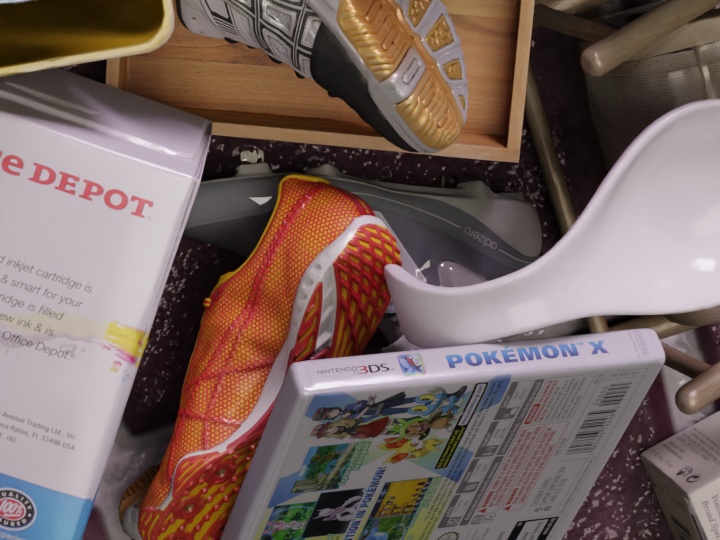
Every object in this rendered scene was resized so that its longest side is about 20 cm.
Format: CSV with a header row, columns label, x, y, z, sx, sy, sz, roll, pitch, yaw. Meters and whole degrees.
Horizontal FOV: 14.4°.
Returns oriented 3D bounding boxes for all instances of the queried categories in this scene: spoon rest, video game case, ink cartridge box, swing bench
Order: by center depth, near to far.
label,x,y,z,sx,sy,sz,roll,pitch,yaw
ink cartridge box,-0.167,0.012,1.301,0.147,0.146,0.200,19,102,-4
spoon rest,0.114,-0.011,1.309,0.200,0.061,0.099,-22,112,-7
video game case,0.030,0.099,1.353,0.182,0.022,0.200,-5,146,-21
swing bench,0.196,-0.066,1.428,0.200,0.130,0.199,-23,111,-15

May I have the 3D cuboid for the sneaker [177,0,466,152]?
label,x,y,z,sx,sy,sz,roll,pitch,yaw
sneaker,-0.034,-0.127,1.303,0.088,0.076,0.200,-32,105,34

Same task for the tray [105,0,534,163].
label,x,y,z,sx,sy,sz,roll,pitch,yaw
tray,-0.019,-0.112,1.359,0.200,0.037,0.099,5,105,3

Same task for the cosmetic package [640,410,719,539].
label,x,y,z,sx,sy,sz,roll,pitch,yaw
cosmetic package,0.263,0.104,1.526,0.200,0.071,0.105,-29,112,-8

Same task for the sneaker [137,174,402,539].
label,x,y,z,sx,sy,sz,roll,pitch,yaw
sneaker,-0.049,0.048,1.357,0.073,0.077,0.200,19,107,-46

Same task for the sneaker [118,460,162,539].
label,x,y,z,sx,sy,sz,roll,pitch,yaw
sneaker,-0.021,0.129,1.442,0.200,0.076,0.088,-9,115,-11

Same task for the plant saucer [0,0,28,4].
label,x,y,z,sx,sy,sz,roll,pitch,yaw
plant saucer,-0.147,-0.208,1.131,0.201,0.039,0.201,-5,106,-16

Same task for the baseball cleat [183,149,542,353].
label,x,y,z,sx,sy,sz,roll,pitch,yaw
baseball cleat,0.000,0.000,1.402,0.200,0.070,0.107,2,79,-18

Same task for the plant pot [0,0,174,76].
label,x,y,z,sx,sy,sz,roll,pitch,yaw
plant pot,-0.207,-0.193,1.232,0.200,0.176,0.200,-11,108,-14
